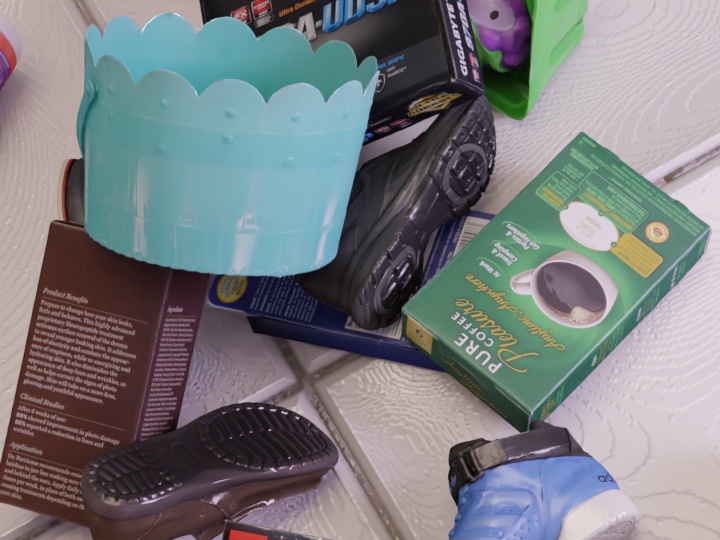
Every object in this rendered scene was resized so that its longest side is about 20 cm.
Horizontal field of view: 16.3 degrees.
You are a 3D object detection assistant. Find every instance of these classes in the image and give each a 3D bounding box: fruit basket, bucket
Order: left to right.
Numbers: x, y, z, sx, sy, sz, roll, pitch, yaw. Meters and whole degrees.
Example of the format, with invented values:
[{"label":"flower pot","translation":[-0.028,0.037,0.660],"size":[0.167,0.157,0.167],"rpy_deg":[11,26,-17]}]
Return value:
[{"label":"bucket","translation":[-0.094,-0.086,1.699],"size":[0.207,0.207,0.135],"rpy_deg":[15,108,21]},{"label":"fruit basket","translation":[0.046,-0.192,1.864],"size":[0.215,0.156,0.216],"rpy_deg":[1,46,-1]}]

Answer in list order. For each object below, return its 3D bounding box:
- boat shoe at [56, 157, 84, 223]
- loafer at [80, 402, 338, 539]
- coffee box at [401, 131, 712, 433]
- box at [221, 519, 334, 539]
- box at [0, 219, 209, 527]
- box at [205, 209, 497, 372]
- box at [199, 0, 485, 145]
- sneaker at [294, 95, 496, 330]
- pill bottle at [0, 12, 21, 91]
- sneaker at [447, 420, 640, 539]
[{"label":"boat shoe","translation":[-0.172,0.000,1.827],"size":[0.062,0.071,0.201],"rpy_deg":[-23,62,16]},{"label":"loafer","translation":[-0.106,0.144,1.705],"size":[0.199,0.071,0.073],"rpy_deg":[-10,42,-34]},{"label":"coffee box","translation":[0.135,0.008,1.749],"size":[0.123,0.044,0.200],"rpy_deg":[38,67,17]},{"label":"box","translation":[-0.002,0.242,1.588],"size":[0.199,0.038,0.137],"rpy_deg":[8,84,18]},{"label":"box","translation":[-0.178,0.073,1.738],"size":[0.100,0.075,0.201],"rpy_deg":[14,94,20]},{"label":"box","translation":[0.000,0.000,1.814],"size":[0.199,0.032,0.121],"rpy_deg":[12,62,18]},{"label":"box","translation":[-0.016,-0.168,1.810],"size":[0.200,0.046,0.160],"rpy_deg":[-21,70,29]},{"label":"sneaker","translation":[0.023,-0.054,1.784],"size":[0.091,0.076,0.200],"rpy_deg":[21,62,32]},{"label":"pill bottle","translation":[-0.349,-0.115,1.916],"size":[0.111,0.112,0.200],"rpy_deg":[16,64,21]},{"label":"sneaker","translation":[0.074,0.177,1.663],"size":[0.200,0.077,0.111],"rpy_deg":[-33,60,-9]}]
